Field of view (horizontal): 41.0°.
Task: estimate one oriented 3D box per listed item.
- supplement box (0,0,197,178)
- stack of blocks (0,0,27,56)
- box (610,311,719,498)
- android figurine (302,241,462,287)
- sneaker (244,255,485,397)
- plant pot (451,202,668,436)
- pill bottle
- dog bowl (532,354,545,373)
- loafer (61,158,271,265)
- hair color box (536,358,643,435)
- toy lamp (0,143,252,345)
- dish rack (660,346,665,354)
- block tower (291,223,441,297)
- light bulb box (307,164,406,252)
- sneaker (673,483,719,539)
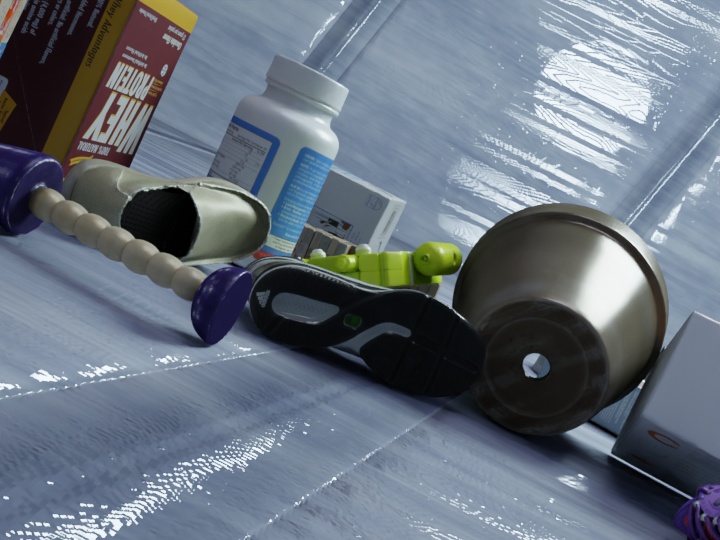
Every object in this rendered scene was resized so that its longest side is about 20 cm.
[{"bbox_3d":[-0.287,-0.189,0.844,0.199,0.199,0.133,27,6,7],"label":"supplement box"},{"bbox_3d":[-0.197,-0.102,0.429,0.058,0.201,0.115,26,6,-18],"label":"stack of blocks"},{"bbox_3d":[0.298,0.129,0.814,0.124,0.098,0.200,27,-13,15],"label":"box"},{"bbox_3d":[0.000,0.000,0.908,0.180,0.042,0.200,-5,-3,24],"label":"android figurine"},{"bbox_3d":[-0.001,0.030,0.757,0.199,0.076,0.115,21,9,-21],"label":"sneaker"},{"bbox_3d":[0.165,0.056,0.839,0.199,0.201,0.174,27,22,9],"label":"plant pot"},{"bbox_3d":[-0.088,-0.106,0.967,0.112,0.201,0.112,26,5,-3],"label":"pill bottle"},{"bbox_3d":[0.326,0.146,1.276,0.199,0.059,0.200,27,6,-3],"label":"dog bowl"},{"bbox_3d":[-0.143,-0.037,0.774,0.199,0.076,0.068,6,20,-48],"label":"loafer"},{"bbox_3d":[0.301,0.153,1.084,0.199,0.061,0.099,29,6,19],"label":"hair color box"},{"bbox_3d":[-0.164,-0.023,0.608,0.199,0.059,0.058,30,6,11],"label":"toy lamp"},{"bbox_3d":[0.430,0.138,1.251,0.199,0.055,0.153,28,6,8],"label":"dish rack"},{"bbox_3d":[-0.009,-0.001,1.074,0.199,0.054,0.058,24,6,10],"label":"block tower"},{"bbox_3d":[-0.063,-0.080,1.240,0.199,0.126,0.198,28,6,6],"label":"light bulb box"},{"bbox_3d":[0.251,0.180,0.643,0.083,0.081,0.200,14,-9,21],"label":"sneaker"}]
